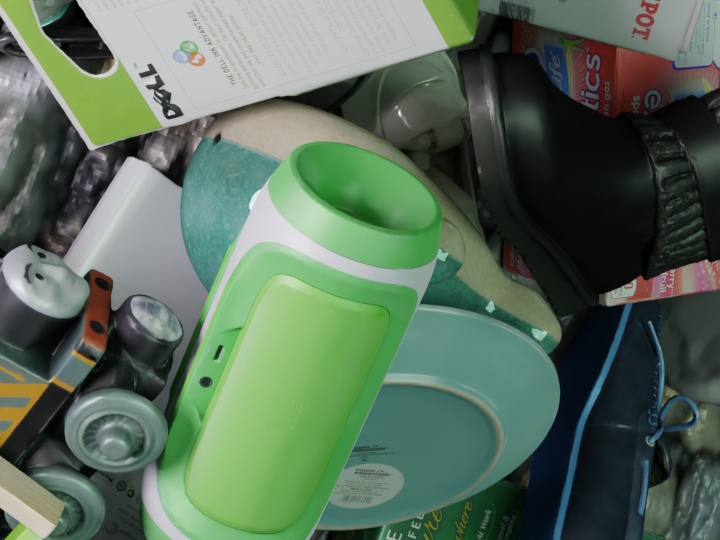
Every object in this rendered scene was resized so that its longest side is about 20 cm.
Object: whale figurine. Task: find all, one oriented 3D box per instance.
[{"bbox_3d":[0.000,0.000,1.331,0.200,0.159,0.104,35,80,-26],"label":"whale figurine"}]

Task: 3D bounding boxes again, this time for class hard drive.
[{"bbox_3d":[-0.118,0.062,1.369,0.132,0.027,0.200,37,81,-34],"label":"hard drive"}]

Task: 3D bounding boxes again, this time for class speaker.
[{"bbox_3d":[-0.034,0.044,1.236,0.088,0.089,0.200,4,124,-34],"label":"speaker"}]

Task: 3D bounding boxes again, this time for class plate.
[{"bbox_3d":[0.002,0.083,1.349,0.199,0.026,0.200,-7,145,-5],"label":"plate"}]

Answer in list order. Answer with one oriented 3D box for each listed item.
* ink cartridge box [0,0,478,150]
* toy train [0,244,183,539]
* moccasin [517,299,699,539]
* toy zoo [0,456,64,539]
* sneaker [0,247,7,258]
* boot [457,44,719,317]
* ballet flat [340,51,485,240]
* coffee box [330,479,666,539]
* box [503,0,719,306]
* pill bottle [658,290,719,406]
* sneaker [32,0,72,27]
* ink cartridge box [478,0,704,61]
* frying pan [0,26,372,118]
[{"bbox_3d":[-0.064,-0.152,1.237,0.148,0.199,0.076,58,28,-37],"label":"ink cartridge box"},{"bbox_3d":[-0.166,0.075,1.247,0.114,0.085,0.200,29,121,-20],"label":"toy train"},{"bbox_3d":[0.134,0.103,1.488,0.068,0.080,0.201,26,63,-14],"label":"moccasin"},{"bbox_3d":[-0.242,0.132,1.237,0.131,0.020,0.200,38,118,-13],"label":"toy zoo"},{"bbox_3d":[-0.239,0.018,1.261,0.201,0.067,0.108,26,105,-47],"label":"sneaker"},{"bbox_3d":[0.140,-0.062,1.319,0.157,0.080,0.211,-18,152,12],"label":"boot"},{"bbox_3d":[0.036,-0.054,1.419,0.069,0.069,0.201,-22,113,-27],"label":"ballet flat"},{"bbox_3d":[0.068,0.173,1.508,0.200,0.044,0.123,20,89,-35],"label":"coffee box"},{"bbox_3d":[0.145,-0.092,1.462,0.102,0.095,0.201,-8,106,-32],"label":"box"},{"bbox_3d":[0.266,0.034,1.563,0.200,0.112,0.113,13,95,-35],"label":"pill bottle"},{"bbox_3d":[-0.136,-0.151,1.281,0.199,0.075,0.089,4,100,-24],"label":"sneaker"},{"bbox_3d":[0.076,-0.192,1.302,0.199,0.146,0.084,15,60,2],"label":"ink cartridge box"},{"bbox_3d":[-0.066,-0.115,1.324,0.190,0.031,0.115,13,132,-37],"label":"frying pan"}]
